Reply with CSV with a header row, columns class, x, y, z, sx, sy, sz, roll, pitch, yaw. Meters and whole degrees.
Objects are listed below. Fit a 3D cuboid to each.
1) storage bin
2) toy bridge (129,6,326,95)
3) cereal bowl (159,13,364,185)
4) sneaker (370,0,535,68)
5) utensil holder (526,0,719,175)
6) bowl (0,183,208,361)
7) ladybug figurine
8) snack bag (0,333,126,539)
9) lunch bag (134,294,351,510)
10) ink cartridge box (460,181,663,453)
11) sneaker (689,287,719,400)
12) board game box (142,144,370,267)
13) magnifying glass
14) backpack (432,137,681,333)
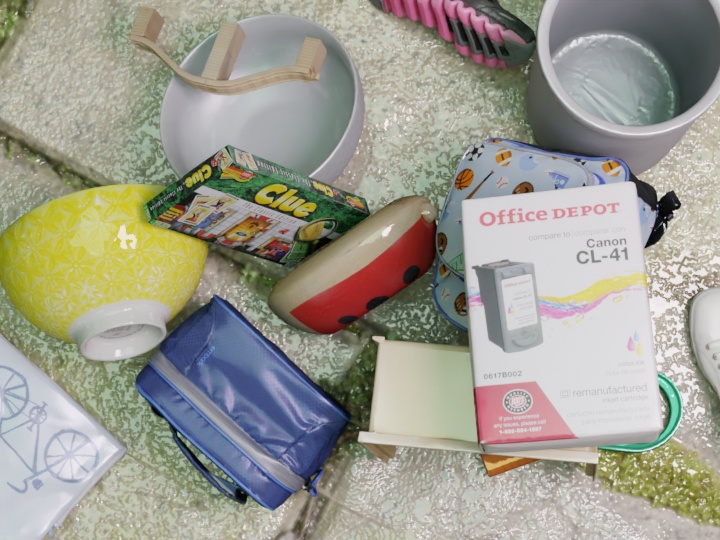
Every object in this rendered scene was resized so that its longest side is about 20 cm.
class,x,y,z,sx,sy,sz,roll,pitch,yaw
storage bin,0.113,0.128,1.329,0.199,0.199,0.094,3,77,9
toy bridge,-0.128,-0.199,1.397,0.199,0.027,0.068,14,73,20
cereal bowl,-0.087,-0.139,1.421,0.199,0.083,0.201,-5,66,12
sneaker,0.096,-0.271,1.434,0.200,0.079,0.095,34,71,22
utensil holder,0.237,-0.181,1.362,0.169,0.200,0.171,0,81,2
bowl,-0.226,0.017,1.355,0.199,0.200,0.108,-16,66,1
ladybug figurine,0.000,0.000,1.380,0.200,0.136,0.072,-34,91,36
snack bag,-0.353,0.182,1.407,0.188,0.021,0.200,42,73,-8
lunch bag,-0.107,0.134,1.382,0.200,0.136,0.132,43,88,4
ink cartridge box,0.159,0.040,1.197,0.147,0.086,0.201,-6,78,7
sneaker,0.367,0.107,1.393,0.072,0.085,0.201,-21,83,2
board game box,-0.088,-0.054,1.332,0.105,0.200,0.024,-35,61,25
magnifying glass,0.212,0.153,1.424,0.199,0.022,0.080,-20,81,2
backpack,0.157,-0.017,1.341,0.199,0.154,0.192,15,88,41
